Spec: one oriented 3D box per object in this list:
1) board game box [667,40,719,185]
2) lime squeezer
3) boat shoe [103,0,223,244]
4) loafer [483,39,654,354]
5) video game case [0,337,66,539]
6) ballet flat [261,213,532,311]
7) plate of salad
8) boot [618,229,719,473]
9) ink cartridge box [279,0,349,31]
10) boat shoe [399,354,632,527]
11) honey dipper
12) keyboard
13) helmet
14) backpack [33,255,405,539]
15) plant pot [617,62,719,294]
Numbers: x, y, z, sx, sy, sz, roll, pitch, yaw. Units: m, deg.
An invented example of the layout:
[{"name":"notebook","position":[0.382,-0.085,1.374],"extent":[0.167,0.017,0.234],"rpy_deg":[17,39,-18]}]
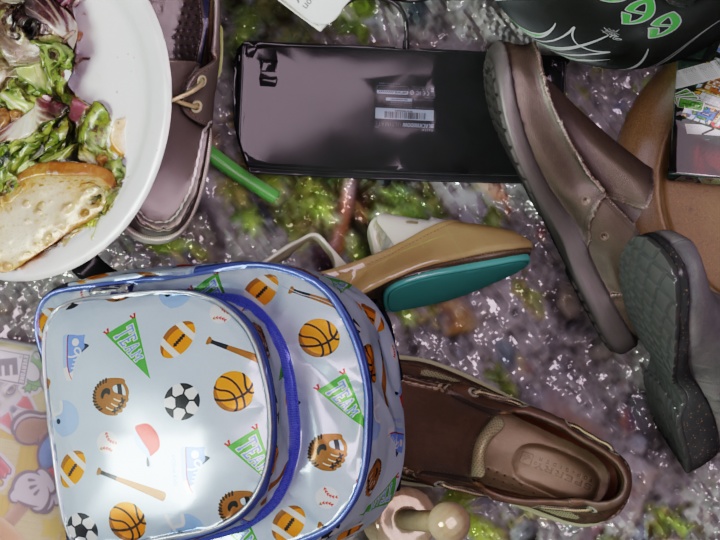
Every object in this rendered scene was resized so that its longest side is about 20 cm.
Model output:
[{"name":"board game box","position":[0.282,-0.095,1.729],"extent":[0.200,0.023,0.105],"rpy_deg":[6,78,2]},{"name":"lime squeezer","position":[-0.118,-0.119,1.709],"extent":[0.071,0.038,0.200],"rpy_deg":[-25,90,-42]},{"name":"boat shoe","position":[-0.111,-0.116,1.653],"extent":[0.072,0.060,0.200],"rpy_deg":[5,85,-14]},{"name":"loafer","position":[0.132,-0.051,1.707],"extent":[0.071,0.073,0.200],"rpy_deg":[-26,110,2]},{"name":"video game case","position":[-0.152,0.149,1.686],"extent":[0.182,0.023,0.200],"rpy_deg":[11,85,-8]},{"name":"ballet flat","position":[0.000,0.000,1.700],"extent":[0.200,0.069,0.063],"rpy_deg":[-20,76,-11]},{"name":"plate of salad","position":[-0.194,-0.094,1.637],"extent":[0.200,0.048,0.200],"rpy_deg":[0,90,29]},{"name":"boot","position":[0.223,0.023,1.685],"extent":[0.132,0.200,0.070],"rpy_deg":[-24,55,-6]},{"name":"ink cartridge box","position":[0.012,-0.242,1.626],"extent":[0.083,0.200,0.145],"rpy_deg":[37,122,-5]},{"name":"boat shoe","position":[0.063,0.094,1.697],"extent":[0.202,0.075,0.075],"rpy_deg":[15,84,-8]},{"name":"honey dipper","position":[0.033,0.139,1.626],"extent":[0.038,0.200,0.038],"rpy_deg":[0,87,-8]},{"name":"keyboard","position":[0.025,-0.116,1.725],"extent":[0.200,0.021,0.127],"rpy_deg":[2,93,-15]},{"name":"helmet","position":[0.150,-0.210,1.668],"extent":[0.200,0.191,0.200],"rpy_deg":[14,67,-36]},{"name":"backpack","position":[-0.075,0.076,1.597],"extent":[0.190,0.154,0.200],"rpy_deg":[-9,89,11]},{"name":"plant pot","position":[0.249,-0.048,1.761],"extent":[0.200,0.027,0.200],"rpy_deg":[0,87,-9]}]
